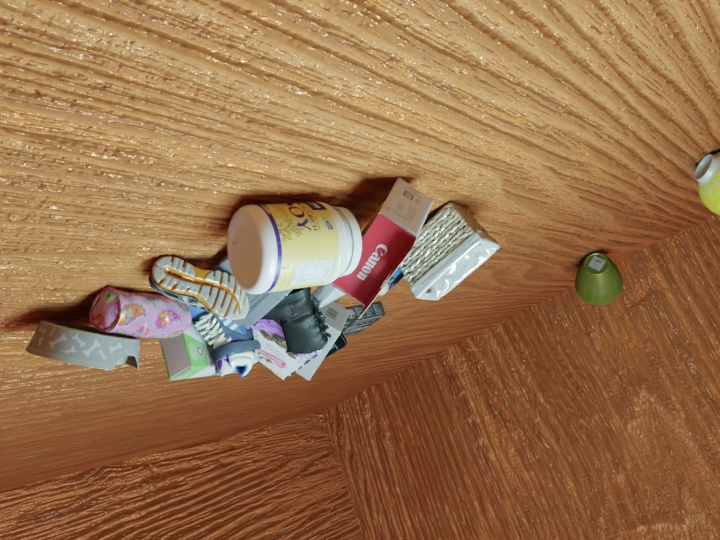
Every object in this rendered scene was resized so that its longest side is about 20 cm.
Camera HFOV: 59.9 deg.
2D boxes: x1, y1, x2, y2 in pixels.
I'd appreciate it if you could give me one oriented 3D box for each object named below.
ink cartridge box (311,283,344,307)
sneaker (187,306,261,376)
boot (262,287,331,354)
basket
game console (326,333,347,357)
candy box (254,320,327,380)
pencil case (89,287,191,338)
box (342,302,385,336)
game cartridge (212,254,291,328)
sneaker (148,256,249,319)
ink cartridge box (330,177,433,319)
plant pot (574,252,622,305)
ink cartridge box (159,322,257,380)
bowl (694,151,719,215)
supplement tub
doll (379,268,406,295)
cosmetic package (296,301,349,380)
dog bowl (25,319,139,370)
[{"bbox_3d":[0.000,0.000,1.435,0.198,0.041,0.200,-27,168,-33],"label":"ink cartridge box"},{"bbox_3d":[-0.295,0.141,1.302,0.080,0.148,0.200,-27,136,23],"label":"sneaker"},{"bbox_3d":[-0.174,0.118,1.424,0.196,0.164,0.074,-14,-152,8],"label":"boot"},{"bbox_3d":[0.188,-0.042,1.404,0.200,0.124,0.135,-43,156,20],"label":"basket"},{"bbox_3d":[-0.171,0.209,1.819,0.199,0.177,0.116,-33,-172,35],"label":"game console"},{"bbox_3d":[-0.199,0.172,1.571,0.200,0.167,0.072,-41,-165,46],"label":"candy box"},{"bbox_3d":[-0.416,0.083,1.196,0.087,0.088,0.200,-27,163,20],"label":"pencil case"},{"bbox_3d":[-0.044,0.162,1.935,0.198,0.050,0.161,-8,160,-37],"label":"box"},{"bbox_3d":[-0.222,0.030,1.197,0.200,0.133,0.041,-37,-161,45],"label":"game cartridge"},{"bbox_3d":[-0.295,0.036,1.147,0.199,0.079,0.077,31,148,-27],"label":"sneaker"},{"bbox_3d":[0.033,-0.039,1.141,0.201,0.083,0.176,-55,-176,39],"label":"ink cartridge box"},{"bbox_3d":[0.945,0.013,2.492,0.185,0.189,0.200,-24,148,11],"label":"plant pot"},{"bbox_3d":[-0.340,0.155,1.391,0.084,0.147,0.199,-30,161,29],"label":"ink cartridge box"},{"bbox_3d":[1.007,-0.267,1.748,0.107,0.202,0.200,22,158,1],"label":"bowl"},{"bbox_3d":[-0.111,-0.042,1.067,0.198,0.147,0.145,-8,159,-38],"label":"supplement tub"},{"bbox_3d":[0.083,0.012,1.534,0.136,0.049,0.200,-45,172,32],"label":"doll"},{"bbox_3d":[-0.118,0.186,1.693,0.201,0.084,0.108,-59,-176,33],"label":"cosmetic package"},{"bbox_3d":[-0.502,0.137,1.150,0.197,0.059,0.200,11,173,1],"label":"dog bowl"}]
